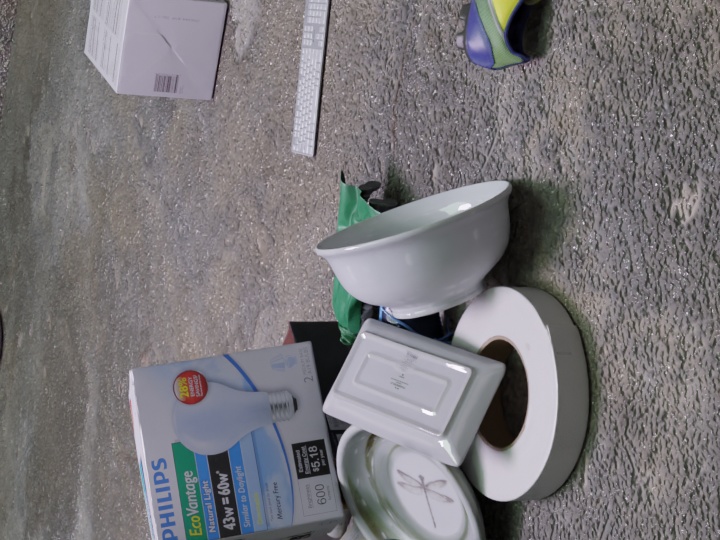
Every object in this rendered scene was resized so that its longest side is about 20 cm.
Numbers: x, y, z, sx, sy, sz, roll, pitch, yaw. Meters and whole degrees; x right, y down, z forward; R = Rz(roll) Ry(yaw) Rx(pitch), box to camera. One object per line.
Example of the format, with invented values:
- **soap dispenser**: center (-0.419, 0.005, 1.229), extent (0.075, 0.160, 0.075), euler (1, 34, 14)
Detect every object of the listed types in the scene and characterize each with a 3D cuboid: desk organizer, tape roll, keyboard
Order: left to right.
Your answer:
- **keyboard**: center (-0.063, -0.246, 1.839), extent (0.056, 0.011, 0.202), euler (23, 109, 62)
- **desk organizer**: center (-0.037, 0.159, 1.695), extent (0.077, 0.071, 0.201), euler (114, 146, -42)
- **tape roll**: center (0.143, 0.114, 1.368), extent (0.202, 0.037, 0.205), euler (-11, 78, 63)

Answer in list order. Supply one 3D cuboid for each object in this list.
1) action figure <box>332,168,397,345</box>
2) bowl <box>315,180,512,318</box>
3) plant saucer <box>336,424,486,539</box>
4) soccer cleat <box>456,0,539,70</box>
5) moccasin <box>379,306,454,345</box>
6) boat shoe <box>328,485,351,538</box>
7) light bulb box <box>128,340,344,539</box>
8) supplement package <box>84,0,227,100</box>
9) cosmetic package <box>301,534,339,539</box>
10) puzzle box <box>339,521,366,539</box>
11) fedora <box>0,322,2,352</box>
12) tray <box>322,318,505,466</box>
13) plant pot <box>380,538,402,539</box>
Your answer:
- **action figure**: center (0.000, 0.000, 1.648), extent (0.118, 0.054, 0.201), euler (-125, 37, -48)
- **bowl**: center (0.063, -0.012, 1.404), extent (0.201, 0.200, 0.091), euler (-1, 111, 64)
- **plant saucer**: center (0.061, 0.229, 1.465), extent (0.199, 0.050, 0.201), euler (30, 135, 35)
- **soccer cleat**: center (0.146, -0.290, 1.384), extent (0.083, 0.065, 0.202), euler (11, 95, 33)
- **moccasin**: center (0.072, 0.097, 1.491), extent (0.068, 0.080, 0.202), euler (1, 103, 59)
- **boat shoe**: center (-0.063, 0.244, 1.740), extent (0.200, 0.070, 0.070), euler (-126, 39, -55)
- **light bulb box**: center (-0.137, 0.197, 1.570), extent (0.125, 0.198, 0.200), euler (114, 146, -70)
- **supplement package**: center (-0.311, -0.362, 2.190), extent (0.200, 0.151, 0.152), euler (46, 130, 55)
- **cosmetic package**: center (-0.085, 0.373, 1.778), extent (0.102, 0.073, 0.202), euler (38, 120, 58)
- **puzzle box**: center (0.021, 0.336, 1.616), extent (0.200, 0.025, 0.134), euler (-56, 40, 47)
- **fedora**: center (-0.905, 0.161, 3.429), extent (0.200, 0.090, 0.179), euler (11, 98, 64)
- **tray**: center (0.043, 0.111, 1.404), extent (0.199, 0.022, 0.108), euler (16, 75, 47)
- **plant pot**: center (0.077, 0.352, 1.327), extent (0.160, 0.199, 0.203), euler (-6, 83, 48)
